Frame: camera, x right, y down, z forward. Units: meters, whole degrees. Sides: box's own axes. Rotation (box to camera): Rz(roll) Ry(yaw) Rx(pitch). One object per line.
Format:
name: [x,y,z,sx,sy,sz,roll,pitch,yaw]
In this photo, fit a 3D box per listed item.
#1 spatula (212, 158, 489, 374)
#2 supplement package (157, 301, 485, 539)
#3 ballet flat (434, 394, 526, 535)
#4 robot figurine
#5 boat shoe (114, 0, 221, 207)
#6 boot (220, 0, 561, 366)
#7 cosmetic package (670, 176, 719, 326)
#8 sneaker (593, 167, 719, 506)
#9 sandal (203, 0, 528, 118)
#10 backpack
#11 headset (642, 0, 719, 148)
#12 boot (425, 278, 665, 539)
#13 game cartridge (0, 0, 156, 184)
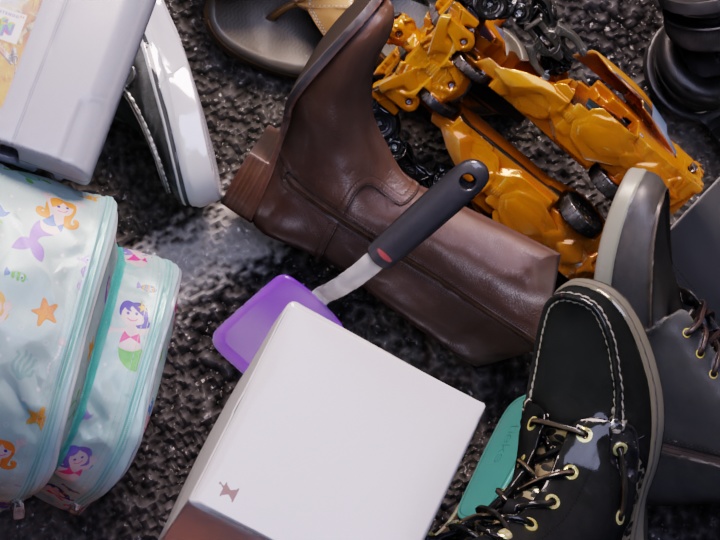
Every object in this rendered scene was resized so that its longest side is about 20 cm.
spatula: [0.000,0.000,1.367,0.057,0.200,0.021,43,32,-13]
supplement package: [-0.027,0.113,1.304,0.117,0.200,0.117,28,74,-2]
ballet flat: [0.072,0.161,1.384,0.062,0.067,0.200,43,74,-27]
robot figurine: [0.091,-0.083,1.412,0.200,0.058,0.145,40,114,-10]
boat shoe: [-0.138,-0.120,1.419,0.071,0.072,0.200,-20,70,-5]
boot: [0.043,-0.046,1.372,0.200,0.186,0.064,33,43,-3]
cosmetic package: [0.241,-0.014,1.382,0.081,0.200,0.113,-42,87,-16]
sneaker: [0.190,0.039,1.377,0.106,0.075,0.200,5,114,19]
sandal: [0.008,-0.143,1.450,0.200,0.055,0.082,19,74,-5]
backpack: [-0.179,0.039,1.296,0.150,0.200,0.178,16,73,-5]
headset: [0.217,-0.150,1.459,0.094,0.124,0.200,-26,62,-16]
boot: [0.091,0.117,1.299,0.154,0.073,0.204,-18,112,-50]
game cartridge: [-0.212,-0.135,1.258,0.200,0.042,0.133,18,76,-2]
